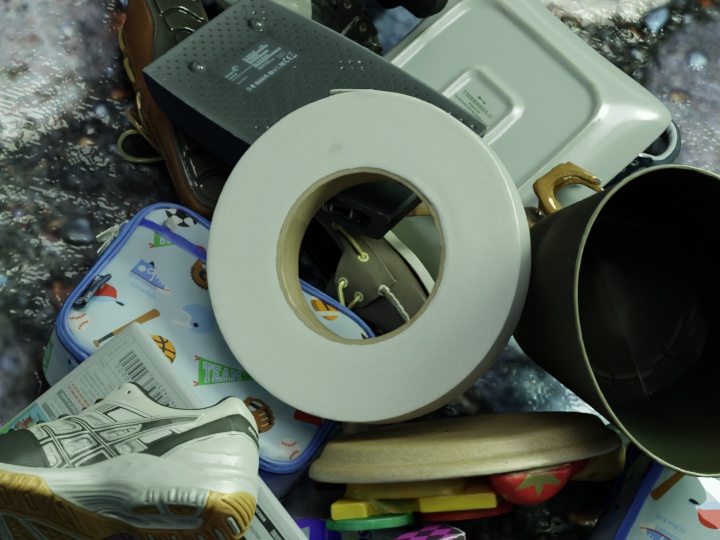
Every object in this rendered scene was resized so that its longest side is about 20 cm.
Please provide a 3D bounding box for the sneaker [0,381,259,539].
[{"bbox_3d":[-0.153,0.108,1.212,0.198,0.076,0.088,3,56,8],"label":"sneaker"}]

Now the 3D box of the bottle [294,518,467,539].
[{"bbox_3d":[-0.024,0.192,1.270,0.198,0.066,0.084,9,49,-7],"label":"bottle"}]

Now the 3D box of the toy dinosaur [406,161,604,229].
[{"bbox_3d":[0.111,-0.025,1.378,0.199,0.060,0.107,32,91,-18],"label":"toy dinosaur"}]

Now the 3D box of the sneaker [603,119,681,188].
[{"bbox_3d":[0.134,-0.065,1.471,0.199,0.109,0.070,-12,61,-24],"label":"sneaker"}]

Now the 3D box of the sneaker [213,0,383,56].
[{"bbox_3d":[-0.061,-0.199,1.508,0.200,0.072,0.072,41,85,-20],"label":"sneaker"}]

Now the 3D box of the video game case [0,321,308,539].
[{"bbox_3d":[-0.145,0.160,1.233,0.182,0.022,0.200,-39,70,-5],"label":"video game case"}]

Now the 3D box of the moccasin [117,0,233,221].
[{"bbox_3d":[-0.128,-0.113,1.451,0.073,0.078,0.202,-1,52,-36],"label":"moccasin"}]

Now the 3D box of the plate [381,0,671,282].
[{"bbox_3d":[0.079,-0.105,1.457,0.200,0.032,0.200,-42,62,-6],"label":"plate"}]

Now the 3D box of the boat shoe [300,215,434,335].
[{"bbox_3d":[0.000,0.000,1.411,0.059,0.072,0.201,-24,64,-21],"label":"boat shoe"}]

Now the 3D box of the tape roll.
[{"bbox_3d":[0.004,-0.008,1.274,0.201,0.037,0.205,-2,82,16],"label":"tape roll"}]

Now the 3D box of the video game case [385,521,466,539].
[{"bbox_3d":[-0.018,0.257,1.187,0.199,0.036,0.183,-13,101,-25],"label":"video game case"}]

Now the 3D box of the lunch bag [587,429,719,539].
[{"bbox_3d":[0.206,0.224,1.285,0.169,0.124,0.201,30,82,2],"label":"lunch bag"}]

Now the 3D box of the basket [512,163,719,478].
[{"bbox_3d":[0.165,0.020,1.263,0.135,0.200,0.181,-23,99,-10],"label":"basket"}]

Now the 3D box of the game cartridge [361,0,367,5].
[{"bbox_3d":[-0.050,-0.258,1.492,0.133,0.200,0.042,38,78,8],"label":"game cartridge"}]

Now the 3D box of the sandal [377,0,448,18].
[{"bbox_3d":[0.039,-0.223,1.505,0.045,0.200,0.076,-21,100,-6],"label":"sandal"}]

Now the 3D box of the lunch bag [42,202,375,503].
[{"bbox_3d":[-0.096,0.048,1.346,0.199,0.076,0.160,33,51,5],"label":"lunch bag"}]

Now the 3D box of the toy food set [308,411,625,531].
[{"bbox_3d":[0.062,0.120,1.280,0.196,0.200,0.049,-6,91,9],"label":"toy food set"}]

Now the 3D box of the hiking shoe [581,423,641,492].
[{"bbox_3d":[0.240,0.140,1.385,0.198,0.076,0.101,-1,54,-19],"label":"hiking shoe"}]

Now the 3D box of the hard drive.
[{"bbox_3d":[-0.031,-0.101,1.377,0.199,0.043,0.135,31,47,19],"label":"hard drive"}]
